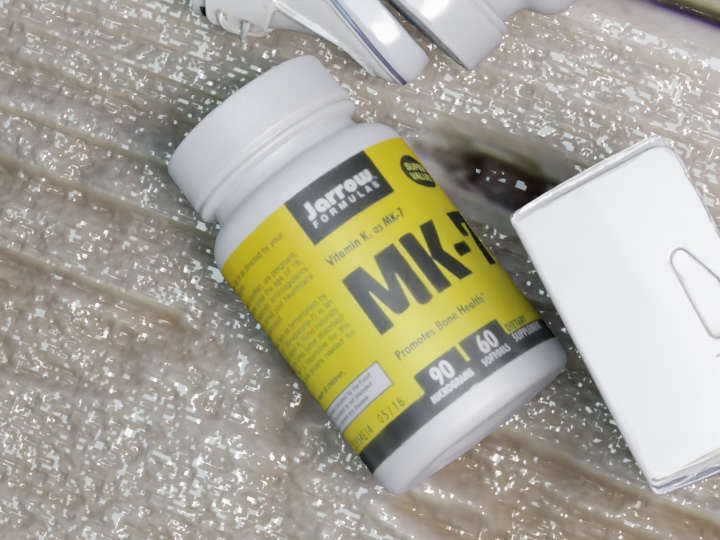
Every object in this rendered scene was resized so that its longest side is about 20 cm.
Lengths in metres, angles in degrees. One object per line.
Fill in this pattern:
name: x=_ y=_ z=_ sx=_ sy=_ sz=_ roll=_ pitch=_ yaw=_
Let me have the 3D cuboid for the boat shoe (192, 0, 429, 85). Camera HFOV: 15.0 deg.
boat shoe: x=-0.054 y=-0.151 z=1.390 sx=0.200 sy=0.071 sz=0.070 roll=42 pitch=91 yaw=11

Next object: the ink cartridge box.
ink cartridge box: x=0.145 y=0.026 z=1.283 sx=0.085 sy=0.200 sz=0.146 roll=-28 pitch=82 yaw=4

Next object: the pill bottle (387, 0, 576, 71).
pill bottle: x=0.092 y=-0.199 z=1.354 sx=0.112 sy=0.112 sz=0.200 roll=42 pitch=92 yaw=9

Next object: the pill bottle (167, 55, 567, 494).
pill bottle: x=0.000 y=0.000 z=1.348 sx=0.114 sy=0.114 sz=0.200 roll=-38 pitch=82 yaw=3
